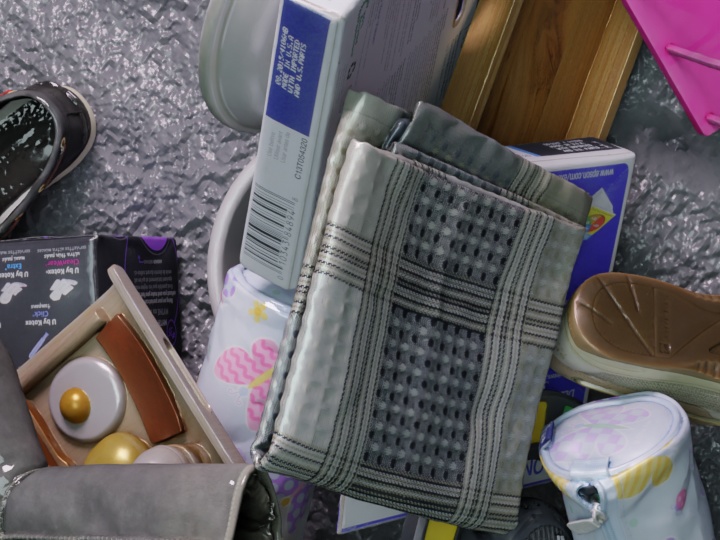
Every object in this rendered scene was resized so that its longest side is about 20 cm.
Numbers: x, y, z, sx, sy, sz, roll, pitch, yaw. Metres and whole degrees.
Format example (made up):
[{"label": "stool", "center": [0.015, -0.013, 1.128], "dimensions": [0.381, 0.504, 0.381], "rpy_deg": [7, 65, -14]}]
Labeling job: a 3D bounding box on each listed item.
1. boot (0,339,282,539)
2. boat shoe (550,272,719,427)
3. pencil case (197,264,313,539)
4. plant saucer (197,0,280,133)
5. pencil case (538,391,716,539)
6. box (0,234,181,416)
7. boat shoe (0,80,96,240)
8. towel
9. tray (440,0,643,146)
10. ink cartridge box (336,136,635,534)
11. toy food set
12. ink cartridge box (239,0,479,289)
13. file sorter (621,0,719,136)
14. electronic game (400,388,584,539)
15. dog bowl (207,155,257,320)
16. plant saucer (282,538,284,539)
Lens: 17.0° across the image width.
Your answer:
[{"label": "boot", "center": [-0.136, 0.108, 1.240], "dimensions": [0.199, 0.072, 0.183], "rpy_deg": [-2, 102, 40]}, {"label": "boat shoe", "center": [0.198, 0.054, 1.344], "dimensions": [0.199, 0.065, 0.073], "rpy_deg": [13, 61, -15]}, {"label": "pencil case", "center": [-0.056, 0.095, 1.360], "dimensions": [0.090, 0.083, 0.201], "rpy_deg": [17, 108, 1]}, {"label": "plant saucer", "center": [-0.006, -0.153, 1.345], "dimensions": [0.050, 0.200, 0.201], "rpy_deg": [37, 100, 24]}, {"label": "pencil case", "center": [0.162, 0.165, 1.320], "dimensions": [0.083, 0.091, 0.201], "rpy_deg": [-13, 117, 15]}, {"label": "box", "center": [-0.174, 0.081, 1.436], "dimensions": [0.105, 0.122, 0.201], "rpy_deg": [-4, 89, 19]}, {"label": "boat shoe", "center": [-0.249, -0.039, 1.490], "dimensions": [0.201, 0.063, 0.074], "rpy_deg": [-44, 82, 13]}, {"label": "towel", "center": [0.041, 0.024, 1.232], "dimensions": [0.034, 0.192, 0.201], "rpy_deg": [6, 79, 47]}, {"label": "tray", "center": [0.114, -0.143, 1.368], "dimensions": [0.037, 0.098, 0.201], "rpy_deg": [29, 101, 53]}, {"label": "ink cartridge box", "center": [0.059, 0.031, 1.329], "dimensions": [0.043, 0.197, 0.201], "rpy_deg": [23, 112, 43]}, {"label": "toy food set", "center": [-0.162, 0.112, 1.326], "dimensions": [0.200, 0.060, 0.144], "rpy_deg": [-39, 77, 24]}, {"label": "ink cartridge box", "center": [0.008, -0.120, 1.283], "dimensions": [0.043, 0.200, 0.197], "rpy_deg": [25, 137, 13]}, {"label": "file sorter", "center": [0.207, -0.186, 1.277], "dimensions": [0.139, 0.125, 0.201], "rpy_deg": [-33, 104, -4]}, {"label": "electronic game", "center": [0.090, 0.165, 1.333], "dimensions": [0.041, 0.199, 0.201], "rpy_deg": [3, 91, 44]}, {"label": "dog bowl", "center": [0.000, 0.000, 1.421], "dimensions": [0.199, 0.059, 0.201], "rpy_deg": [0, 91, 17]}, {"label": "plant saucer", "center": [-0.076, 0.234, 1.339], "dimensions": [0.200, 0.048, 0.200], "rpy_deg": [-38, 115, 13]}]
